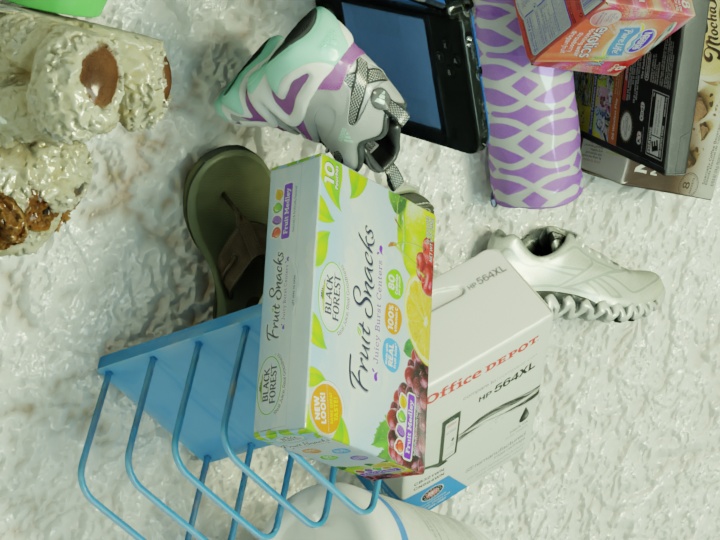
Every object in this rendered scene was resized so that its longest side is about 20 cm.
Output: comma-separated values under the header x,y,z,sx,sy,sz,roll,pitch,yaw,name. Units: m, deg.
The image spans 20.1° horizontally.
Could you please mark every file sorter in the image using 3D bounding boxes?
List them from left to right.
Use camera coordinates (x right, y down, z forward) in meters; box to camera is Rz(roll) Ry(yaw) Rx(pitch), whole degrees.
x,y,z,sx,sy,sz,roll,pitch,yaw,name
-0.091,0.126,1.519,0.139,0.199,0.123,45,41,-36,file sorter

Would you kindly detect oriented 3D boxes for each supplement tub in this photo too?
x,y,z,sx,sy,sz,roll,pitch,yaw,name
0.019,0.246,1.598,0.200,0.132,0.133,25,92,-53,supplement tub

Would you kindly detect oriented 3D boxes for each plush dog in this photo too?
x,y,z,sx,sy,sz,roll,pitch,yaw,name
-0.234,-0.093,1.408,0.159,0.200,0.173,16,99,8,plush dog

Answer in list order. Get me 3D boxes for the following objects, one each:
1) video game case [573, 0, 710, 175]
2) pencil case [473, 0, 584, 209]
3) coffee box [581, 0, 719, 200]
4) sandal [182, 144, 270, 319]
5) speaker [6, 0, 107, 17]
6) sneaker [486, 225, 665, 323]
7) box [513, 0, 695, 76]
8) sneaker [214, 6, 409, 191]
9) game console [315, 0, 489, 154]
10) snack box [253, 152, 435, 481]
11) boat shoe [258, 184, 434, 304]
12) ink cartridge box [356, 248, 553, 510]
x,y,z,sx,sy,sz,roll,pitch,yaw,name
0.219,-0.196,1.643,0.025,0.181,0.201,-3,108,-25,video game case
0.141,-0.147,1.674,0.086,0.083,0.201,-49,138,-55,pencil case
0.265,-0.171,1.746,0.112,0.080,0.201,8,102,-36,coffee box
-0.083,-0.005,1.586,0.079,0.057,0.202,-24,118,-25,sandal
-0.197,-0.281,1.398,0.088,0.088,0.201,4,104,-34,speaker
0.187,0.003,1.765,0.199,0.075,0.082,0,97,-34,sneaker
0.173,-0.264,1.578,0.094,0.103,0.201,4,64,-34,box
-0.024,-0.108,1.485,0.140,0.200,0.078,42,75,-11,sneaker
-0.015,-0.167,1.484,0.118,0.200,0.172,-21,114,-27,game console
-0.009,0.036,1.448,0.142,0.053,0.201,24,61,-47,snack box
0.000,0.002,1.614,0.202,0.060,0.072,-41,142,-36,boat shoe
0.070,0.097,1.658,0.145,0.084,0.201,-29,149,-21,ink cartridge box
